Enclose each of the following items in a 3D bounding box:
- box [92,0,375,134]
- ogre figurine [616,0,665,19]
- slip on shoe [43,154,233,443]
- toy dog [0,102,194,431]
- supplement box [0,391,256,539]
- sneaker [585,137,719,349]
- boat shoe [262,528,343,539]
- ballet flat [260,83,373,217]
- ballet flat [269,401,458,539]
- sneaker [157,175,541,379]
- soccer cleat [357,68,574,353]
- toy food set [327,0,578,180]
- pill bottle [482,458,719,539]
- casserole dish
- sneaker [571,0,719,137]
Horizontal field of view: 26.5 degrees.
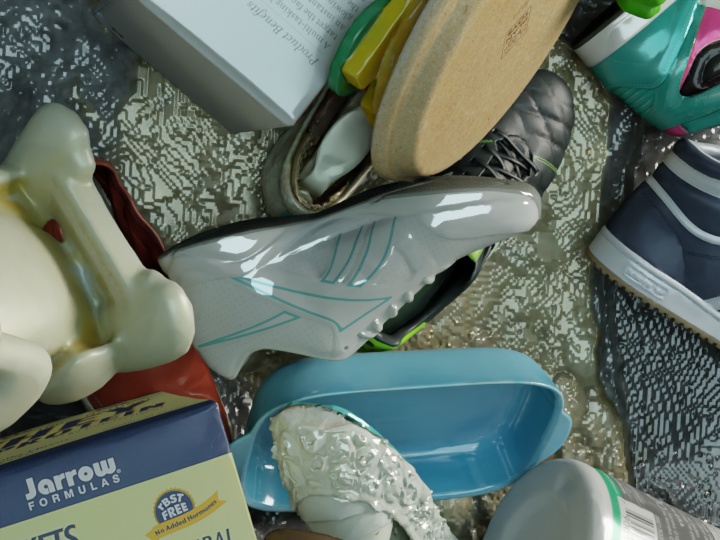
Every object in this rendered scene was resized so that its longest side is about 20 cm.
[{"bbox_3d":[-0.031,-0.181,0.792,0.106,0.152,0.200,39,84,-15],"label":"box"},{"bbox_3d":[0.170,-0.237,0.862,0.098,0.120,0.201,-2,92,-11],"label":"ogre figurine"},{"bbox_3d":[-0.123,0.028,0.819,0.074,0.061,0.201,-30,101,-34],"label":"slip on shoe"},{"bbox_3d":[-0.216,0.025,0.715,0.200,0.194,0.140,-26,93,-47],"label":"toy dog"},{"bbox_3d":[-0.116,0.171,0.699,0.134,0.200,0.200,-16,91,-16],"label":"supplement box"},{"bbox_3d":[0.245,-0.002,0.909,0.200,0.070,0.109,30,104,-12],"label":"sneaker"},{"bbox_3d":[-0.032,0.206,0.798,0.071,0.200,0.076,6,59,10],"label":"boat shoe"},{"bbox_3d":[0.016,-0.106,0.856,0.067,0.062,0.200,33,84,-12],"label":"ballet flat"},{"bbox_3d":[0.011,0.144,0.820,0.072,0.072,0.200,-46,136,-9],"label":"ballet flat"},{"bbox_3d":[0.000,0.000,0.796,0.200,0.070,0.081,-15,97,6],"label":"sneaker"},{"bbox_3d":[0.062,-0.031,0.863,0.067,0.081,0.200,41,82,-14],"label":"soccer cleat"},{"bbox_3d":[0.062,-0.134,0.775,0.049,0.198,0.200,36,85,14],"label":"toy food set"},{"bbox_3d":[0.175,0.196,0.886,0.200,0.113,0.113,28,86,-23],"label":"pill bottle"},{"bbox_3d":[0.019,0.086,0.852,0.199,0.121,0.039,-3,51,-16],"label":"casserole dish"},{"bbox_3d":[0.237,-0.147,0.902,0.200,0.084,0.121,-38,97,-2],"label":"sneaker"}]
